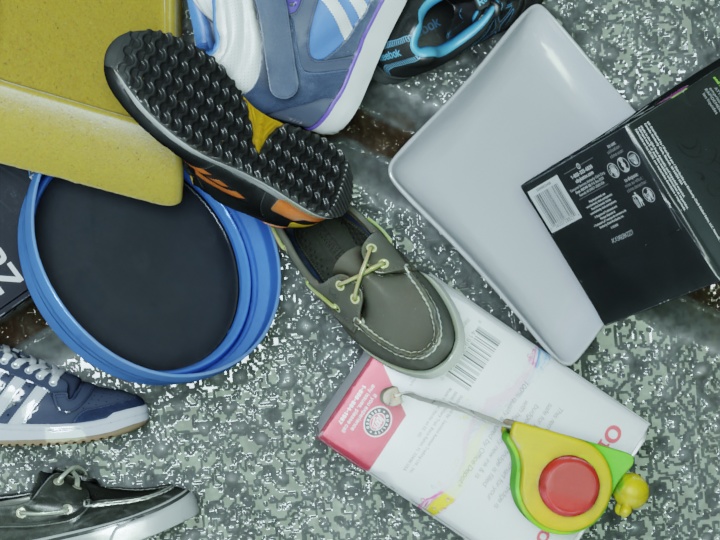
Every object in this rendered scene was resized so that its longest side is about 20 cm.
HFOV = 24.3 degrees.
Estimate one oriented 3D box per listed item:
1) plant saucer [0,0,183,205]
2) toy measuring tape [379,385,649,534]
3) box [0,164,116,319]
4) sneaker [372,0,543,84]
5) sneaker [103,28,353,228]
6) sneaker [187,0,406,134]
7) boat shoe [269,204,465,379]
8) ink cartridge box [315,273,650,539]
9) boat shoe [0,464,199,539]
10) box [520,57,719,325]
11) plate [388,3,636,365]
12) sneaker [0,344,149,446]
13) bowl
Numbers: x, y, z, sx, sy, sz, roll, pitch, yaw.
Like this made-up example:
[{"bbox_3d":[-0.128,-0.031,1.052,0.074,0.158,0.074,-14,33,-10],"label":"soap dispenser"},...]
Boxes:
[{"bbox_3d":[-0.201,-0.162,1.160,0.200,0.048,0.200,14,60,-32],"label":"plant saucer"},{"bbox_3d":[0.103,0.138,1.158,0.200,0.074,0.074,16,88,-4],"label":"toy measuring tape"},{"bbox_3d":[-0.296,-0.058,1.181,0.161,0.049,0.200,-37,93,-23],"label":"box"},{"bbox_3d":[0.092,-0.200,1.225,0.200,0.082,0.073,-40,106,-19],"label":"sneaker"},{"bbox_3d":[-0.104,-0.084,1.132,0.200,0.090,0.070,32,57,-28],"label":"sneaker"},{"bbox_3d":[-0.048,-0.206,1.160,0.146,0.081,0.200,22,85,-28],"label":"sneaker"},{"bbox_3d":[-0.002,0.002,1.186,0.072,0.060,0.202,-46,51,3],"label":"boat shoe"},{"bbox_3d":[0.087,0.116,1.233,0.200,0.086,0.148,35,87,-4],"label":"ink cartridge box"},{"bbox_3d":[-0.220,0.177,1.222,0.200,0.071,0.064,-12,91,-2],"label":"boat shoe"},{"bbox_3d":[0.246,-0.073,1.183,0.200,0.149,0.124,-31,91,-28],"label":"box"},{"bbox_3d":[0.134,-0.062,1.228,0.200,0.032,0.200,47,63,-11],"label":"plate"},{"bbox_3d":[-0.256,0.072,1.222,0.200,0.070,0.109,-2,91,0],"label":"sneaker"},{"bbox_3d":[-0.150,-0.012,1.182,0.200,0.039,0.201,18,57,-31],"label":"bowl"}]
